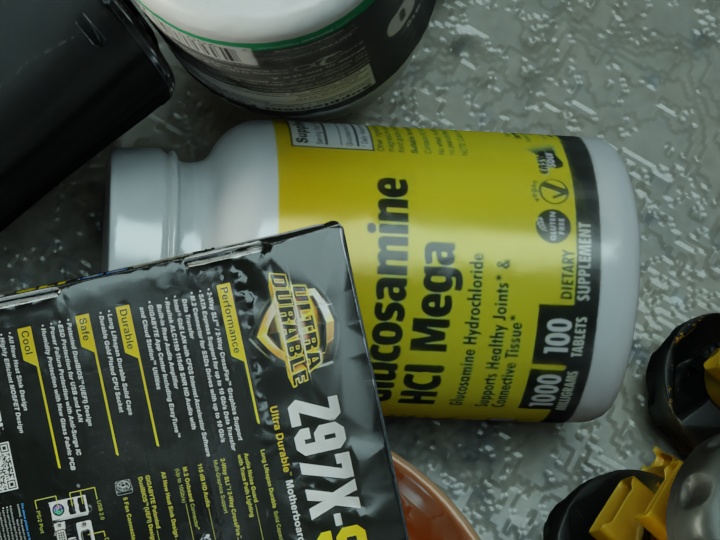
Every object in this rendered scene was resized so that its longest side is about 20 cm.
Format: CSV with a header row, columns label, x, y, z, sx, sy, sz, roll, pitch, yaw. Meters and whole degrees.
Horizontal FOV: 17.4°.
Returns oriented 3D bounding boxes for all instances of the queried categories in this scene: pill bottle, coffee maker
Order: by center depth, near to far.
label,x,y,z,sx,sy,sz,roll,pitch,yaw
coffee maker,-0.168,-0.042,0.837,0.200,0.192,0.135,-42,119,-5
pill bottle,-0.028,-0.119,0.864,0.112,0.200,0.114,0,84,4
pill bottle,0.000,0.000,0.908,0.198,0.113,0.113,2,69,-8

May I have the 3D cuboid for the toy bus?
label,x,y,z,sx,sy,sz,roll,pitch,yaw
toy bus,0.190,0.108,0.897,0.192,0.136,0.201,38,65,-8

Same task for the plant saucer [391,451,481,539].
label,x,y,z,sx,sy,sz,roll,pitch,yaw
plant saucer,-0.039,0.154,0.887,0.199,0.032,0.202,3,68,-7

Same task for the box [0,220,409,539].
label,x,y,z,sx,sy,sz,roll,pitch,yaw
box,-0.063,0.097,0.822,0.159,0.049,0.202,-13,90,-5
